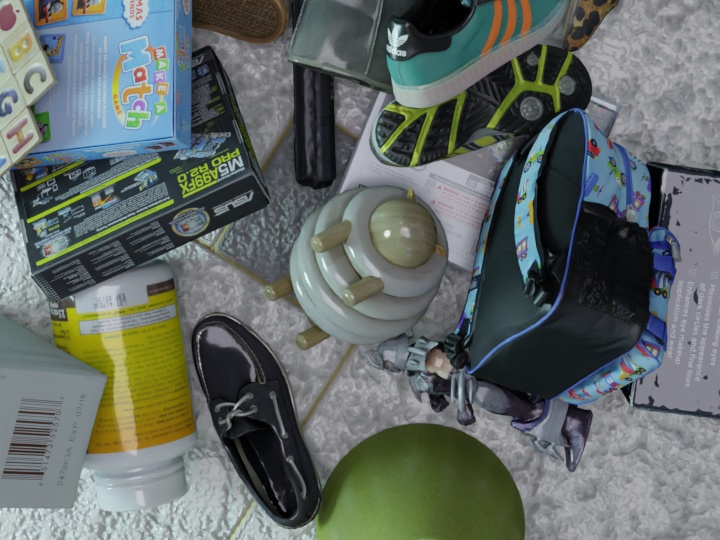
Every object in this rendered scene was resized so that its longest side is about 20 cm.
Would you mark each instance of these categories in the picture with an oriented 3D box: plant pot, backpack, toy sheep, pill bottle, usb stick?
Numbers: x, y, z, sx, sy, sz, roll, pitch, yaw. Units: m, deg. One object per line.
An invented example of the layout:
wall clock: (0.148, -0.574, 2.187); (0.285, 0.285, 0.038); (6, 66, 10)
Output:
plant pot: (0.051, 0.240, 1.367); (0.185, 0.200, 0.189); (0, 97, 1)
backpack: (0.166, -0.015, 1.307); (0.134, 0.183, 0.201); (20, 61, -15)
toy sheep: (0.000, 0.000, 1.361); (0.137, 0.200, 0.139); (13, 62, -26)
pill bottle: (-0.198, 0.096, 1.400); (0.108, 0.109, 0.202); (-8, 96, 2)
usb stick: (-0.039, -0.169, 1.394); (0.032, 0.055, 0.202); (1, 97, 17)

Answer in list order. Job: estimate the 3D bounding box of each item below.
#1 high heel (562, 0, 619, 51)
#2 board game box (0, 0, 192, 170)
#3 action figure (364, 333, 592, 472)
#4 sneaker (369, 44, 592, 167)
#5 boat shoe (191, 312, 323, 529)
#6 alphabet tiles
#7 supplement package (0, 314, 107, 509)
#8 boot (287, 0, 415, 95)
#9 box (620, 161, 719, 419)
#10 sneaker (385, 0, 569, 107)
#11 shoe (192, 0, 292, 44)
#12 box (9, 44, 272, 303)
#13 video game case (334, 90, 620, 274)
high heel: (0.262, -0.247, 1.369); (0.142, 0.071, 0.201); (28, 88, 4)
board game box: (-0.234, -0.165, 1.357); (0.198, 0.037, 0.153); (-5, 77, 20)
action figure: (0.095, 0.101, 1.393); (0.199, 0.130, 0.070); (20, 95, -12)
sneaker: (0.096, -0.137, 1.369); (0.199, 0.076, 0.076); (-15, 93, -15)
boat shoe: (-0.091, 0.127, 1.416); (0.072, 0.063, 0.201); (-26, 85, 8)
alphabet tiles: (-0.333, -0.133, 1.365); (0.200, 0.006, 0.167); (-38, 62, 22)
supplement package: (-0.317, 0.104, 1.347); (0.117, 0.199, 0.118); (8, 101, -44)
boot: (0.045, -0.244, 1.354); (0.180, 0.073, 0.202); (11, 83, -5)
box: (0.327, 0.021, 1.379); (0.198, 0.117, 0.198); (8, 97, 1)
sneaker: (0.097, -0.211, 1.316); (0.200, 0.071, 0.080); (-40, 136, -29)
shoe: (-0.150, -0.243, 1.394); (0.199, 0.053, 0.070); (20, 125, 3)
box: (-0.187, -0.081, 1.363); (0.199, 0.044, 0.161); (-25, 51, 4)
video game case: (0.097, -0.095, 1.417); (0.199, 0.023, 0.183); (22, 97, -1)
